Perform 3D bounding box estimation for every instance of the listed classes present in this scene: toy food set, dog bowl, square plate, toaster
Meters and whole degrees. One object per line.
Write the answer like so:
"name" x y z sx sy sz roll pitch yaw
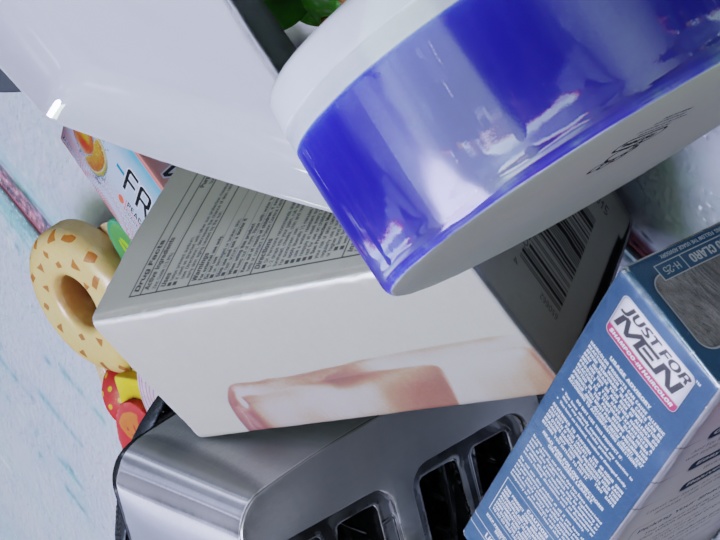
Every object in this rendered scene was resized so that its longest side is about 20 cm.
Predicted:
"toy food set" -0.120 0.060 1.287 0.198 0.049 0.200 4 113 57
"dog bowl" 0.073 -0.074 0.731 0.079 0.200 0.200 60 150 7
"square plate" -0.097 -0.103 0.831 0.200 0.028 0.198 19 158 36
"toaster" -0.005 0.125 1.022 0.119 0.181 0.200 12 122 51

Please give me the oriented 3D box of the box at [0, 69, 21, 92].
"box" -0.155 -0.146 1.106 0.200 0.141 0.079 6 116 57

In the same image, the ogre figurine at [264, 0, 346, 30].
"ogre figurine" 0.005 -0.142 0.823 0.200 0.120 0.098 -11 102 60

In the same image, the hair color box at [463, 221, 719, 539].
"hair color box" 0.120 0.058 0.849 0.061 0.100 0.200 54 147 21

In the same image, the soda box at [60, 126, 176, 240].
"soda box" -0.075 -0.027 1.134 0.200 0.068 0.064 53 147 20

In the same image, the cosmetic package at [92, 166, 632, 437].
"cosmetic package" 0.000 0.000 0.915 0.200 0.103 0.087 -9 132 38

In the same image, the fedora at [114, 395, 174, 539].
"fedora" -0.046 0.143 1.143 0.092 0.201 0.201 0 114 26
